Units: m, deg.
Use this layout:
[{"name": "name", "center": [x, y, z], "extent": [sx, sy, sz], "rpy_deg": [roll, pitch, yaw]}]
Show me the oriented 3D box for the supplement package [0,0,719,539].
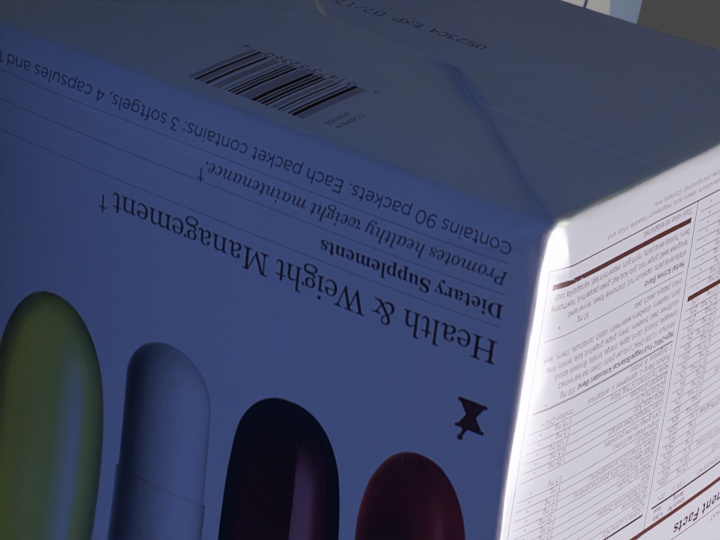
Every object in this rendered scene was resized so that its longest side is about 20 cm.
[{"name": "supplement package", "center": [-0.004, 0.031, 0.810], "extent": [0.147, 0.191, 0.201], "rpy_deg": [-25, 129, -51]}]
